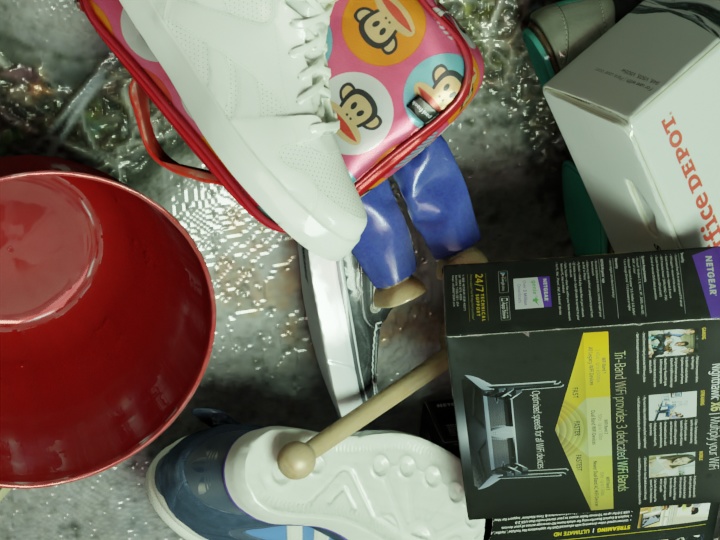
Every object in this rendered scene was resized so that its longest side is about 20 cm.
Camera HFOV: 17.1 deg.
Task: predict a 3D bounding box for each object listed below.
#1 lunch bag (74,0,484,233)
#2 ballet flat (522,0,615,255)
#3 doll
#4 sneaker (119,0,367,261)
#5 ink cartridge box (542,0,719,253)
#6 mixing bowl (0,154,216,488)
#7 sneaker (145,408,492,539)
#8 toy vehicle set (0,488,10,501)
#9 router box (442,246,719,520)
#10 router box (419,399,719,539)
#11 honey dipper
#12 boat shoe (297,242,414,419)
[{"bbox_3d":[-0.052,-0.123,1.286,0.176,0.082,0.200,-40,90,12],"label":"lunch bag"},{"bbox_3d":[0.148,-0.074,1.426,0.064,0.067,0.200,-23,124,-8],"label":"ballet flat"},{"bbox_3d":[-0.003,-0.080,1.345,0.136,0.048,0.200,-23,98,-4],"label":"doll"},{"bbox_3d":[-0.032,-0.112,1.204,0.116,0.074,0.200,-35,89,16],"label":"sneaker"},{"bbox_3d":[0.219,-0.100,1.380,0.200,0.083,0.147,-40,126,-18],"label":"ink cartridge box"},{"bbox_3d":[-0.189,0.011,1.352,0.200,0.108,0.200,-8,121,-13],"label":"mixing bowl"},{"bbox_3d":[-0.035,0.141,1.487,0.200,0.146,0.081,16,73,-34],"label":"sneaker"},{"bbox_3d":[-0.290,0.084,1.418,0.200,0.027,0.124,34,106,-30],"label":"toy vehicle set"},{"bbox_3d":[0.132,0.069,1.381,0.157,0.052,0.200,-4,143,4],"label":"router box"},{"bbox_3d":[0.135,0.149,1.565,0.200,0.051,0.149,-4,123,-14],"label":"router box"},{"bbox_3d":[0.025,0.072,1.433,0.200,0.038,0.038,-33,132,-37],"label":"honey dipper"},{"bbox_3d":[0.000,0.000,1.429,0.068,0.072,0.200,-11,116,-8],"label":"boat shoe"}]
